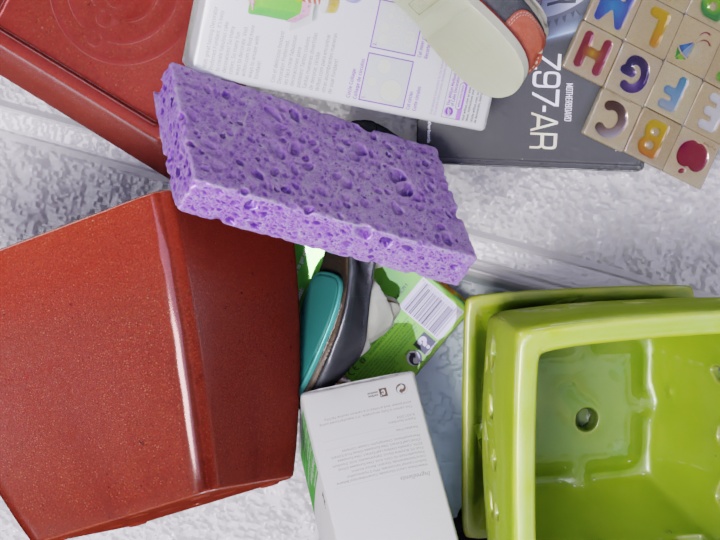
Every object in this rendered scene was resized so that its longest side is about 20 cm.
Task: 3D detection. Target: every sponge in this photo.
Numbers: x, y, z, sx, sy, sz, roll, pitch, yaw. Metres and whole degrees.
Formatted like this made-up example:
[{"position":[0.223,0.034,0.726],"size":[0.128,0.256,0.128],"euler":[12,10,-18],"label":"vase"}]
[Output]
[{"position":[-0.029,-0.058,1.118],"size":[0.198,0.112,0.030],"euler":[16,127,-27],"label":"sponge"}]

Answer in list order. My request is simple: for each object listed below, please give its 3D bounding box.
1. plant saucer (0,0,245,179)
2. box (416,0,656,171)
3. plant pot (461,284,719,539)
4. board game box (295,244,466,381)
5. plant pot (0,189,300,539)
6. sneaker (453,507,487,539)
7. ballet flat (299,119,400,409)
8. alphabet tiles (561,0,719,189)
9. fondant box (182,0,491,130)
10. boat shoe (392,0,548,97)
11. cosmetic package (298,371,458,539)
[{"position":[-0.154,-0.191,1.203],"size":[0.199,0.037,0.201],"euler":[31,97,10],"label":"plant saucer"},{"position":[0.119,-0.172,1.225],"size":[0.158,0.044,0.203],"euler":[3,101,2],"label":"box"},{"position":[0.167,0.109,1.197],"size":[0.196,0.181,0.203],"euler":[-3,101,-14],"label":"plant pot"},{"position":[-0.027,-0.002,1.273],"size":[0.199,0.030,0.096],"euler":[40,99,-8],"label":"board game box"},{"position":[-0.144,0.070,1.161],"size":[0.198,0.199,0.178],"euler":[-19,81,19],"label":"plant pot"},{"position":[0.106,0.200,1.289],"size":[0.198,0.070,0.091],"euler":[2,68,-12],"label":"sneaker"},{"position":[0.000,0.000,1.227],"size":[0.072,0.073,0.203],"euler":[11,94,0],"label":"ballet flat"},{"position":[0.230,-0.165,1.208],"size":[0.165,0.006,0.202],"euler":[23,94,-21],"label":"alphabet tiles"},{"position":[-0.003,-0.181,1.155],"size":[0.198,0.058,0.146],"euler":[10,102,-15],"label":"fondant box"},{"position":[0.043,-0.197,1.100],"size":[0.200,0.063,0.071],"euler":[48,138,-15],"label":"boat shoe"},{"position":[0.020,0.183,1.196],"size":[0.084,0.108,0.202],"euler":[-10,64,-8],"label":"cosmetic package"}]
